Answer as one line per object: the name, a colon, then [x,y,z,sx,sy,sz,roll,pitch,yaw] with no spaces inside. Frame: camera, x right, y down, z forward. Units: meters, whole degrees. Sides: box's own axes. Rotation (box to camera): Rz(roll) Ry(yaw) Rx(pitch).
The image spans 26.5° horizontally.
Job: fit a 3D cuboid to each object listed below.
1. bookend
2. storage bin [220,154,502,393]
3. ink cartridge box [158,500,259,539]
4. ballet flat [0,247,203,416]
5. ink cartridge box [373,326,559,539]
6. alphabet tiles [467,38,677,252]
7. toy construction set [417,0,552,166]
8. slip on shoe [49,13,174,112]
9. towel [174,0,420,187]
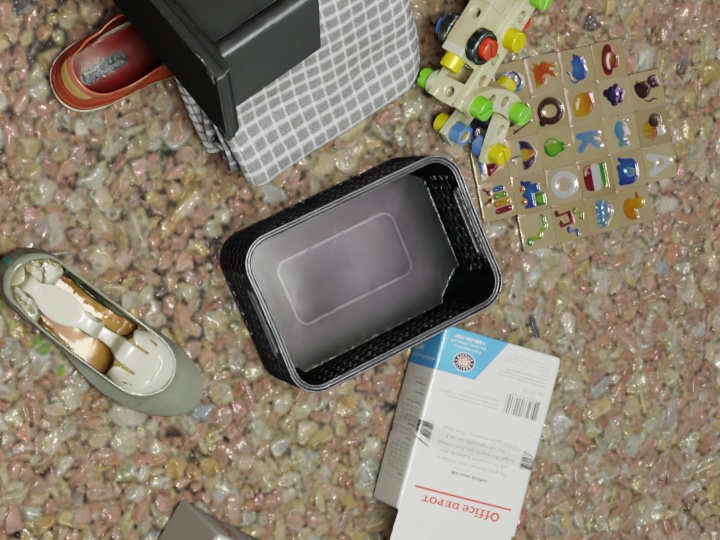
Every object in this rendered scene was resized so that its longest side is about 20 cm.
bookend: [-0.078,-0.236,1.086,0.198,0.092,0.200,-35,73,-12]
storage bin: [0.000,0.000,1.270,0.199,0.094,0.136,-26,100,-15]
ink cartridge box: [-0.067,0.275,1.232,0.199,0.146,0.085,31,83,-18]
ballet flat: [-0.206,0.055,1.219,0.200,0.064,0.068,39,81,-16]
ink cartridge box: [0.085,0.155,1.317,0.115,0.068,0.202,17,87,-19]
alphabet tiles: [0.190,-0.113,1.373,0.198,0.006,0.168,-14,96,-17]
toy construction set: [0.118,-0.198,1.285,0.131,0.092,0.202,30,78,-57]
slip on shoe: [-0.156,-0.191,1.226,0.199,0.061,0.074,-32,100,-16]
towel: [-0.048,-0.176,1.204,0.199,0.086,0.166,-34,145,-15]
